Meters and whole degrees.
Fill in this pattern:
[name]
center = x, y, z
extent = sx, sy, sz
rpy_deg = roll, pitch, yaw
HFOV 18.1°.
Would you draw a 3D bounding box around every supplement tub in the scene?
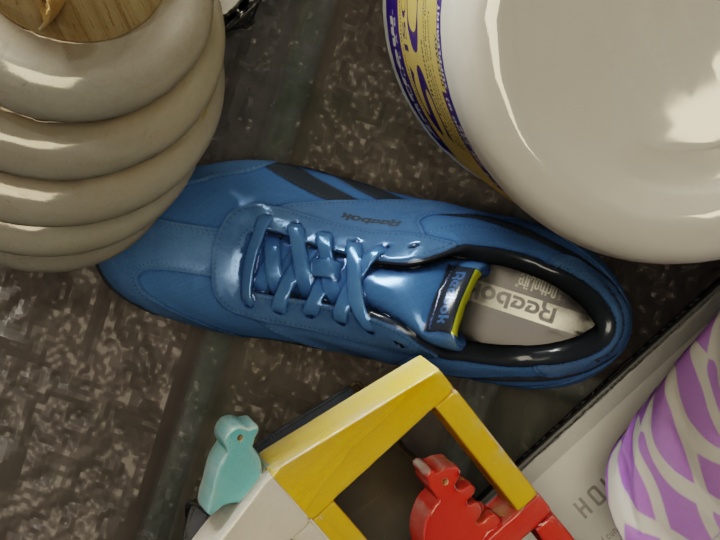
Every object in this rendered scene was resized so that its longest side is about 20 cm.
[supplement tub]
center = 0.084, -0.087, 0.742
extent = 0.144, 0.200, 0.147
rpy_deg = -1, 99, -7

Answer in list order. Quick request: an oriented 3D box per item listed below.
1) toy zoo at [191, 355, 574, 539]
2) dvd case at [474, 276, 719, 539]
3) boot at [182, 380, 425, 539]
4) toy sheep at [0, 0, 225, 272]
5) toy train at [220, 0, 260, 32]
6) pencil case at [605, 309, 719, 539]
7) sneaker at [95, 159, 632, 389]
[toy zoo]
center = 0.014, 0.122, 0.775
extent = 0.131, 0.020, 0.200
rpy_deg = -41, 114, -6
[dvd case]
center = 0.159, 0.115, 0.842
extent = 0.150, 0.025, 0.200
rpy_deg = -41, 91, -1
[boot]
center = -0.054, 0.122, 0.818
extent = 0.199, 0.075, 0.097
rpy_deg = -27, 81, -12
[toy sheep]
center = -0.111, -0.067, 0.762
extent = 0.137, 0.200, 0.139
rpy_deg = 5, 60, -8
[toy train]
center = 0.014, -0.156, 0.828
extent = 0.200, 0.046, 0.034
rpy_deg = -40, 95, 0
[pencil case]
center = 0.148, 0.043, 0.735
extent = 0.084, 0.200, 0.086
rpy_deg = 27, 52, -2
[sneaker]
center = 0.000, 0.000, 0.811
extent = 0.198, 0.078, 0.066
rpy_deg = 11, 92, 0
